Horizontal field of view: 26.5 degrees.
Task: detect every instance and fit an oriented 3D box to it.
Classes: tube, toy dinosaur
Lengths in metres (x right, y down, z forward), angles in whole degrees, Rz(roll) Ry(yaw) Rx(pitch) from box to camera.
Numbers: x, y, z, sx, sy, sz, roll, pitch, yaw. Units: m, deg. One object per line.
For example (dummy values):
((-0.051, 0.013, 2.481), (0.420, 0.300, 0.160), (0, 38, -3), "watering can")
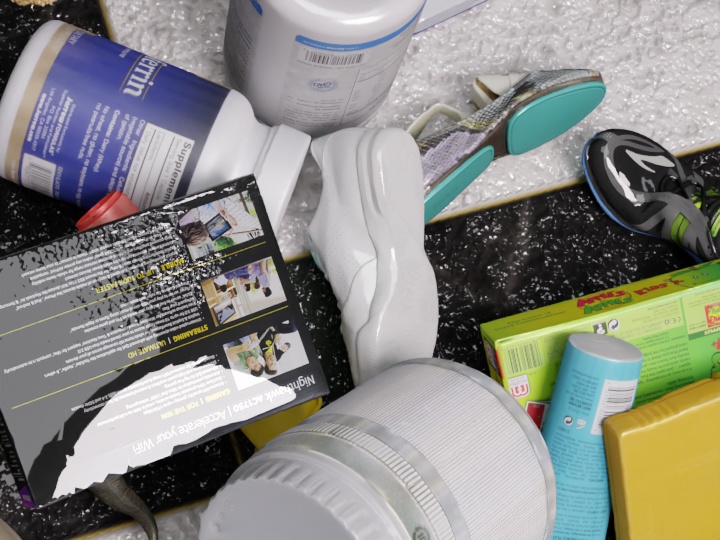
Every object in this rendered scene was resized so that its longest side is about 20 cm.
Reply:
((0.142, 0.143, 1.024), (0.077, 0.050, 0.201), (11, 105, -4), "tube")
((-0.185, 0.101, 0.994), (0.077, 0.102, 0.201), (-12, 74, -12), "toy dinosaur")

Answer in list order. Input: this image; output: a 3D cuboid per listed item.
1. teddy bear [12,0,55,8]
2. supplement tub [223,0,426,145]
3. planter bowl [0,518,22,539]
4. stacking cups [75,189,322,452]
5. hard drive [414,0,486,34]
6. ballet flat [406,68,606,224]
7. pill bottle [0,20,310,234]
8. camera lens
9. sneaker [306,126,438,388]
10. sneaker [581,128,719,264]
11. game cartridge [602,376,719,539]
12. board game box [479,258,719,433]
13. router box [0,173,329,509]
((-0.282, -0.261, 1.115), (0.199, 0.067, 0.146), (15, 53, -4), "teddy bear")
((-0.026, -0.181, 1.055), (0.131, 0.200, 0.133), (3, 73, -9), "supplement tub")
((-0.291, 0.213, 0.912), (0.199, 0.135, 0.201), (1, 67, -4), "planter bowl")
((-0.113, 0.035, 1.018), (0.200, 0.060, 0.061), (48, 71, -12), "stacking cups")
((0.046, -0.296, 1.194), (0.131, 0.025, 0.201), (-27, 79, -16), "hard drive")
((0.090, -0.108, 1.123), (0.200, 0.072, 0.072), (-34, 81, -19), "ballet flat")
((-0.142, -0.084, 1.051), (0.199, 0.116, 0.116), (21, 71, -3), "pill bottle")
((0.016, 0.155, 0.949), (0.160, 0.160, 0.200), (53, 39, 8), "camera lens")
((0.000, 0.000, 1.072), (0.075, 0.088, 0.201), (-11, 101, -54), "sneaker")
((0.252, -0.041, 1.119), (0.199, 0.083, 0.071), (39, 71, 4), "sneaker")
((0.263, 0.145, 1.039), (0.199, 0.032, 0.177), (-18, 117, -14), "game cartridge")
((0.192, 0.064, 1.059), (0.199, 0.048, 0.102), (-15, 106, -5), "board game box")
((-0.136, 0.042, 0.946), (0.199, 0.051, 0.150), (-20, 91, -21), "router box")
